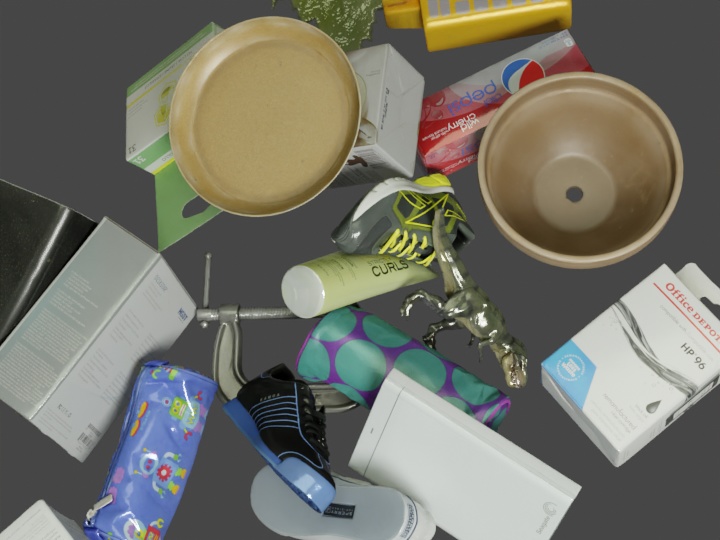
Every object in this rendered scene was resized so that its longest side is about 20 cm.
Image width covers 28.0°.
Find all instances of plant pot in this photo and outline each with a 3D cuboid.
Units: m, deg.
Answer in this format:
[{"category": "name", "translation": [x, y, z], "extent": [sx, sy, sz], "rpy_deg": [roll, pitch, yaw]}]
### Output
[{"category": "plant pot", "translation": [-0.368, 0.007, 1.457], "extent": [0.199, 0.200, 0.178], "rpy_deg": [20, 84, 15]}, {"category": "plant pot", "translation": [0.218, -0.090, 1.450], "extent": [0.200, 0.093, 0.202], "rpy_deg": [-2, 72, 5]}, {"category": "plant pot", "translation": [-0.091, -0.149, 1.417], "extent": [0.199, 0.027, 0.201], "rpy_deg": [-3, 81, 16]}]

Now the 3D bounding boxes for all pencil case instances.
[{"category": "pencil case", "translation": [0.041, 0.111, 1.391], "extent": [0.199, 0.093, 0.085], "rpy_deg": [30, 52, 14]}, {"category": "pencil case", "translation": [-0.208, 0.185, 1.412], "extent": [0.078, 0.087, 0.201], "rpy_deg": [-1, 63, 44]}]

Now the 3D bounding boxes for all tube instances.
[{"category": "tube", "translation": [0.000, 0.000, 1.418], "extent": [0.052, 0.200, 0.058], "rpy_deg": [-13, 93, 36]}]

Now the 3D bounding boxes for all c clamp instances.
[{"category": "c clamp", "translation": [-0.076, 0.065, 1.470], "extent": [0.199, 0.027, 0.172], "rpy_deg": [3, 70, 9]}]

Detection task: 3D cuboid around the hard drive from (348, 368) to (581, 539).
[{"category": "hard drive", "translation": [0.092, 0.191, 1.335], "extent": [0.199, 0.132, 0.027], "rpy_deg": [32, 43, 11]}]

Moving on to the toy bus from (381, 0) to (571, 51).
[{"category": "toy bus", "translation": [0.124, -0.290, 1.563], "extent": [0.199, 0.065, 0.079], "rpy_deg": [-9, 69, 4]}]

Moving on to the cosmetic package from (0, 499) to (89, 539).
[{"category": "cosmetic package", "translation": [-0.255, 0.321, 1.351], "extent": [0.081, 0.113, 0.200], "rpy_deg": [-42, 71, -9]}]

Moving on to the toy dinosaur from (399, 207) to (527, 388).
[{"category": "toy dinosaur", "translation": [0.091, 0.038, 1.419], "extent": [0.088, 0.048, 0.201], "rpy_deg": [-27, 109, 13]}]

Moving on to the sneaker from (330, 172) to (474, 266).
[{"category": "sneaker", "translation": [0.051, -0.043, 1.422], "extent": [0.085, 0.200, 0.075], "rpy_deg": [52, 126, 13]}]

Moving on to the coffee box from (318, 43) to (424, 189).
[{"category": "coffee box", "translation": [-0.042, -0.150, 1.484], "extent": [0.199, 0.080, 0.115], "rpy_deg": [-5, 65, 33]}]

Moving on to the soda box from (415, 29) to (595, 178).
[{"category": "soda box", "translation": [0.144, -0.171, 1.509], "extent": [0.199, 0.070, 0.064], "rpy_deg": [-27, 67, -3]}]

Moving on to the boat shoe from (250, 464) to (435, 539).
[{"category": "boat shoe", "translation": [-0.011, 0.228, 1.375], "extent": [0.201, 0.086, 0.075], "rpy_deg": [0, 71, 40]}]

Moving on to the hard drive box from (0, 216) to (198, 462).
[{"category": "hard drive box", "translation": [-0.264, 0.071, 1.427], "extent": [0.077, 0.156, 0.200], "rpy_deg": [33, 76, 19]}]

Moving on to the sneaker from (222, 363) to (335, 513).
[{"category": "sneaker", "translation": [-0.063, 0.150, 1.359], "extent": [0.078, 0.070, 0.200], "rpy_deg": [-42, 35, -6]}]

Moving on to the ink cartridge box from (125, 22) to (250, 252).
[{"category": "ink cartridge box", "translation": [-0.182, -0.139, 1.503], "extent": [0.145, 0.048, 0.201], "rpy_deg": [-30, 49, 33]}]

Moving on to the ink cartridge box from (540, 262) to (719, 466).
[{"category": "ink cartridge box", "translation": [0.285, 0.078, 1.392], "extent": [0.200, 0.068, 0.116], "rpy_deg": [-38, 69, -8]}]
